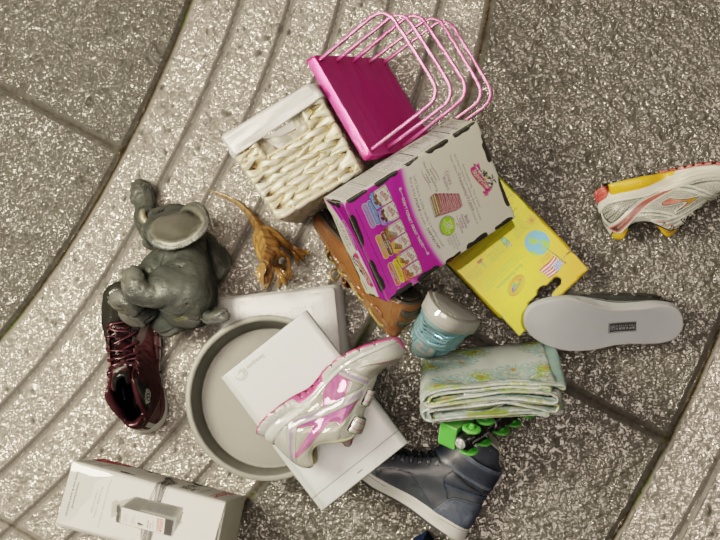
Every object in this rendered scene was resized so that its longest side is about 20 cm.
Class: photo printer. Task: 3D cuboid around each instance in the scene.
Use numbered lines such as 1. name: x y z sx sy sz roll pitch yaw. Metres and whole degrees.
1. photo printer: -0.093 0.125 1.730 0.166 0.069 0.201 -7 85 4

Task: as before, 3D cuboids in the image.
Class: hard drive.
1. hard drive: -0.055 0.167 1.638 0.132 0.027 0.200 -38 84 0

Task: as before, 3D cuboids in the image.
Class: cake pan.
1. cake pan: -0.113 0.155 1.674 0.199 0.037 0.201 0 86 4

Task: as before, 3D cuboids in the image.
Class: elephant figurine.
1. elephant figurine: -0.230 -0.028 1.721 0.155 0.141 0.201 24 62 -16

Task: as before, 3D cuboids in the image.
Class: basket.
1. basket: -0.073 -0.138 1.687 0.135 0.200 0.124 -31 88 4

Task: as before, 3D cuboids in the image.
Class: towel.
1. towel: 0.156 0.130 1.640 0.170 0.200 0.048 -3 102 5

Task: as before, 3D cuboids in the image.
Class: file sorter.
1. file sorter: 0.058 -0.230 1.662 0.125 0.200 0.139 -34 82 25

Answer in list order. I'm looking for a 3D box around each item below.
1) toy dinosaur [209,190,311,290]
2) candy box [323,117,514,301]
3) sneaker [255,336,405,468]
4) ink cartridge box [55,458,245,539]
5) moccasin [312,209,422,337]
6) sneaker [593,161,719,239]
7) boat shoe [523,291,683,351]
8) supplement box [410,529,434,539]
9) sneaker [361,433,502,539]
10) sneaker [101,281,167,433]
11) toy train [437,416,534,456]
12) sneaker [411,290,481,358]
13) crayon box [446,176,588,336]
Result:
1. toy dinosaur: -0.119 -0.039 1.740 0.060 0.200 0.106 -39 126 7
2. candy box: 0.072 -0.075 1.623 0.200 0.061 0.137 -32 114 -19
3. sneaker: -0.021 0.154 1.589 0.200 0.081 0.088 -39 86 7
4. ink cartridge box: -0.254 0.297 1.694 0.199 0.147 0.083 14 85 6
5. moccasin: 0.001 0.000 1.715 0.201 0.074 0.078 48 126 26
6. sneaker: 0.396 -0.087 1.700 0.199 0.078 0.083 -12 88 14
7. boat shoe: 0.296 0.059 1.685 0.199 0.057 0.069 2 110 -6
8. supplement box: 0.045 0.456 1.655 0.199 0.134 0.200 -32 83 2
9. sneaker: 0.080 0.222 1.692 0.202 0.077 0.146 32 100 -2
10. sneaker: -0.293 0.107 1.729 0.075 0.116 0.201 -15 84 5
11. toy train: 0.162 0.171 1.652 0.056 0.200 0.042 20 116 32
12. sneaker: 0.097 0.075 1.650 0.074 0.200 0.082 31 93 8
13. crayon box: 0.173 -0.028 1.724 0.127 0.051 0.200 -43 82 1
